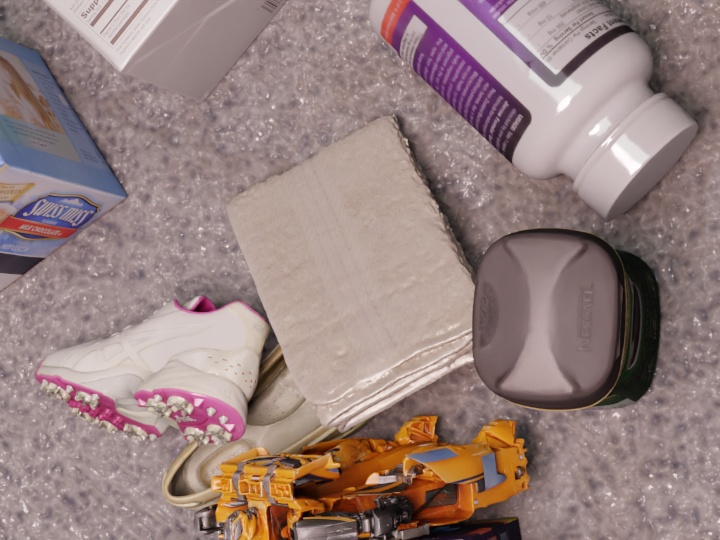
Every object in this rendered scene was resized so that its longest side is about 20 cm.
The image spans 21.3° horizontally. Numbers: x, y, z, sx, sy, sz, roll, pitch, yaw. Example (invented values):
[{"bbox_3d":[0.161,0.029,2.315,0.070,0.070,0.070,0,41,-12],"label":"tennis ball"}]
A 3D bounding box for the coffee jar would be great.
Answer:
[{"bbox_3d":[0.123,0.031,1.127,0.085,0.200,0.104,2,86,16],"label":"coffee jar"}]

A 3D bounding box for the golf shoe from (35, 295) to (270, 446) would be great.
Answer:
[{"bbox_3d":[-0.133,0.061,1.250,0.200,0.075,0.092,2,59,44],"label":"golf shoe"}]

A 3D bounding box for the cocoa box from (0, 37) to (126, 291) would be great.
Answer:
[{"bbox_3d":[-0.268,-0.073,1.244,0.131,0.200,0.133,-35,78,10],"label":"cocoa box"}]

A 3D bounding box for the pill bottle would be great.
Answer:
[{"bbox_3d":[0.110,-0.128,1.188,0.200,0.111,0.111,45,98,14],"label":"pill bottle"}]

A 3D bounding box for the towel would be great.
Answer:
[{"bbox_3d":[0.000,0.000,1.213,0.132,0.034,0.200,-28,53,6],"label":"towel"}]

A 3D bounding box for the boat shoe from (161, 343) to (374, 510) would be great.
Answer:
[{"bbox_3d":[-0.044,0.086,1.241,0.201,0.063,0.073,-38,78,10],"label":"boat shoe"}]

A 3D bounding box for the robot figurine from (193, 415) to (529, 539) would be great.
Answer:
[{"bbox_3d":[-0.002,0.128,1.146,0.145,0.200,0.058,-2,94,48],"label":"robot figurine"}]

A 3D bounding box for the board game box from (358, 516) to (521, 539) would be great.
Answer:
[{"bbox_3d":[-0.011,0.193,1.172,0.200,0.165,0.057,-9,84,14],"label":"board game box"}]

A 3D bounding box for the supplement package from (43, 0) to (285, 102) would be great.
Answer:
[{"bbox_3d":[-0.102,-0.227,1.231,0.111,0.156,0.200,43,98,12],"label":"supplement package"}]
